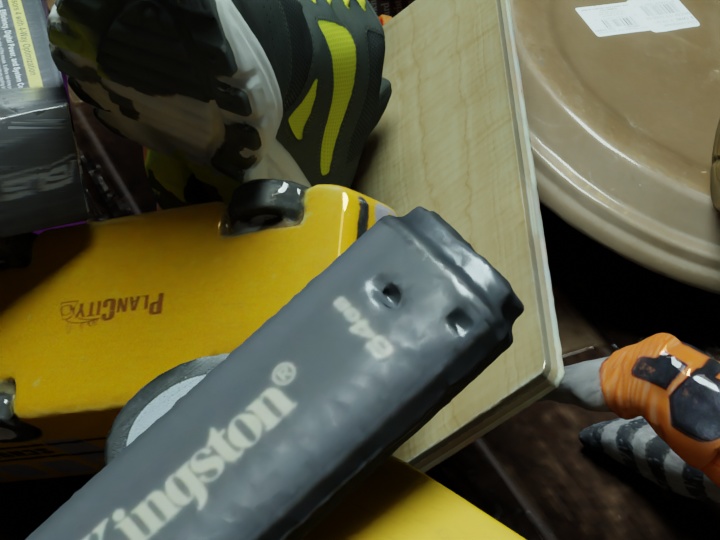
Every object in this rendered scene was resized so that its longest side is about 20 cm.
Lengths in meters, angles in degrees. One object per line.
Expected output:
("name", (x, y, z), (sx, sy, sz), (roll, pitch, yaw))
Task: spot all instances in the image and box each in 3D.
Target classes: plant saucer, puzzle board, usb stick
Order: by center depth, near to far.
("usb stick", (-0.044, 0.062, 0.663), (0.200, 0.033, 0.055), (-42, 46, -6))
("puzzle board", (0.000, 0.000, 0.866), (0.150, 0.017, 0.201), (-36, 37, 28))
("plant saucer", (0.128, -0.067, 0.963), (0.199, 0.030, 0.201), (13, 41, -12))

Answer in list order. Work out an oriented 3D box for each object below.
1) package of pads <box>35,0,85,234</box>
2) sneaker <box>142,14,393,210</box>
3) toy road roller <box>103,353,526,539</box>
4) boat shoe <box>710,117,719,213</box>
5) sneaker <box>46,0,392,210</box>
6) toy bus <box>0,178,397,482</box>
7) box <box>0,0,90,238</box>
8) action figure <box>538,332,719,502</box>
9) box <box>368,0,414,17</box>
("package of pads", (-0.201, -0.032, 0.943), (0.199, 0.121, 0.076), (-19, 32, -18))
("sneaker", (0.012, -0.082, 0.992), (0.199, 0.112, 0.078), (-20, 38, -19))
("toy road roller", (-0.019, 0.132, 0.696), (0.200, 0.123, 0.146), (26, 60, 39))
("boat shoe", (0.182, -0.069, 0.817), (0.064, 0.200, 0.072), (18, 63, -15))
("sneaker", (-0.037, -0.069, 0.802), (0.074, 0.200, 0.085), (25, 74, 14))
("toy bus", (-0.067, 0.024, 0.819), (0.199, 0.078, 0.065), (-8, 67, 35))
("box", (-0.181, -0.071, 0.847), (0.160, 0.049, 0.200), (-14, 36, -7))
("action figure", (0.162, 0.063, 0.817), (0.199, 0.105, 0.193), (3, 29, -44))
("box", (0.030, -0.127, 1.089), (0.199, 0.075, 0.100), (-7, 36, -5))
